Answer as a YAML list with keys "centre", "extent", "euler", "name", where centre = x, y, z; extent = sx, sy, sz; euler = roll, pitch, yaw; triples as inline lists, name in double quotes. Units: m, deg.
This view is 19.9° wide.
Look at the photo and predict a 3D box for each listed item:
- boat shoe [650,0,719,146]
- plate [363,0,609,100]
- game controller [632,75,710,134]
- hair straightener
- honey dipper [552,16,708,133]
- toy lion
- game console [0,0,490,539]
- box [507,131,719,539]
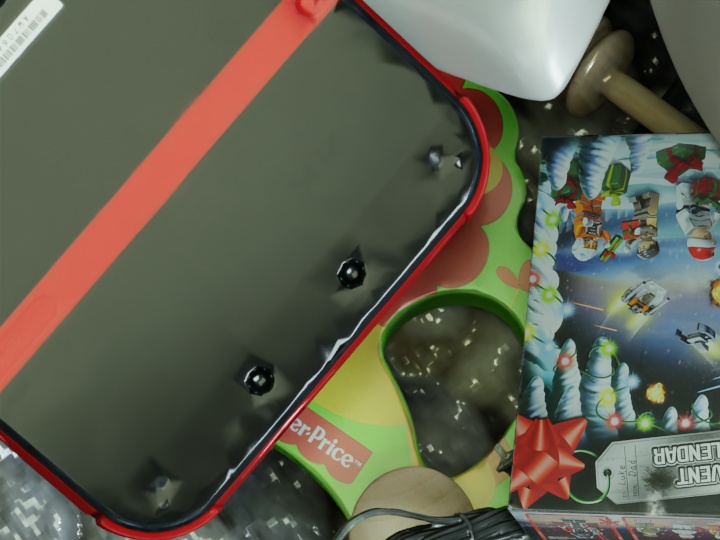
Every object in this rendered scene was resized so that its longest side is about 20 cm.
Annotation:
- centre: [0.175, -0.053, 0.651]
  extent: [0.092, 0.075, 0.201]
  euler: [-25, 60, -11]
  name: "boat shoe"
- centre: [0.033, -0.179, 0.765]
  extent: [0.199, 0.032, 0.201]
  euler: [23, 83, 37]
  name: "plate"
- centre: [0.170, -0.055, 0.781]
  extent: [0.104, 0.042, 0.200]
  euler: [39, 88, 24]
  name: "game controller"
- centre: [0.051, 0.101, 0.720]
  extent: [0.198, 0.041, 0.078]
  euler: [-12, 81, -29]
  name: "hair straightener"
- centre: [0.131, -0.042, 0.748]
  extent: [0.200, 0.038, 0.038]
  euler: [38, 89, 23]
  name: "honey dipper"
- centre: [0.000, 0.000, 0.783]
  extent: [0.199, 0.069, 0.192]
  euler: [35, 80, 9]
  name: "toy lion"
- centre: [-0.070, -0.025, 0.715]
  extent: [0.177, 0.031, 0.200]
  euler: [41, 86, -4]
  name: "game console"
- centre: [0.153, 0.022, 0.679]
  extent: [0.198, 0.040, 0.138]
  euler: [-1, 68, 18]
  name: "box"
